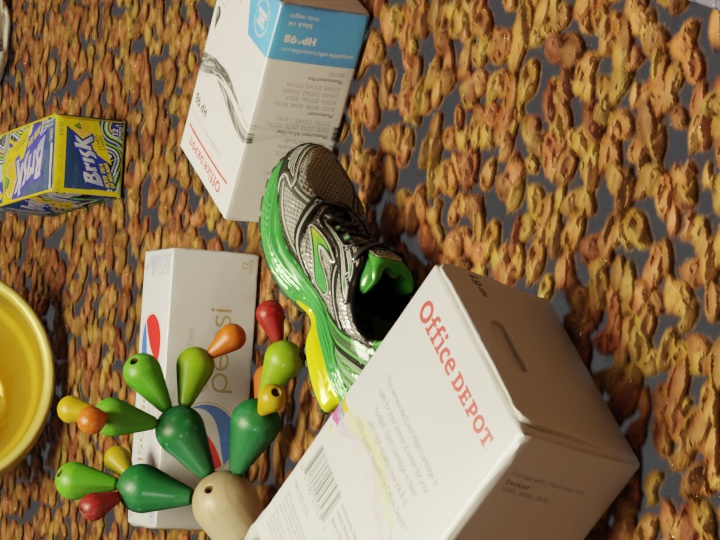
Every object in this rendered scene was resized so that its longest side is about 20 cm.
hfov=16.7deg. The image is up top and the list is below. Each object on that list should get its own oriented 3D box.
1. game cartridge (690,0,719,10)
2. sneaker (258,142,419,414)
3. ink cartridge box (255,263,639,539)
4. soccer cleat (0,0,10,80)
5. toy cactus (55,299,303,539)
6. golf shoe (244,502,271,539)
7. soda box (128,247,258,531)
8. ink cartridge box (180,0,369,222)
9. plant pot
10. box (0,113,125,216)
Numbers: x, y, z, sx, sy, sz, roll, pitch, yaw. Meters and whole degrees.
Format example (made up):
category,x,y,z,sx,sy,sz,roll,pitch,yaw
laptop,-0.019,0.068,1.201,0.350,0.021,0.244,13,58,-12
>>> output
category,x,y,z,sx,sy,sz,roll,pitch,yaw
game cartridge,0.194,-0.217,1.133,0.130,0.038,0.200,-139,57,-67
sneaker,0.000,0.000,1.503,0.085,0.078,0.200,-52,48,41
ink cartridge box,0.042,0.119,1.301,0.200,0.085,0.145,-57,35,25
soccer cleat,-0.383,-0.273,2.438,0.078,0.069,0.200,-46,52,49
toy cactus,-0.109,0.126,1.660,0.165,0.200,0.102,59,-179,2
golf shoe,-0.056,0.208,1.609,0.200,0.078,0.097,-58,8,51
soda box,-0.120,0.086,1.751,0.064,0.068,0.200,176,98,-66
ink cartridge box,-0.065,-0.109,1.663,0.116,0.067,0.200,-125,45,-55
plant pot,-0.377,0.110,2.211,0.189,0.200,0.201,123,148,-76
box,-0.266,-0.090,2.127,0.200,0.064,0.070,173,101,-65
